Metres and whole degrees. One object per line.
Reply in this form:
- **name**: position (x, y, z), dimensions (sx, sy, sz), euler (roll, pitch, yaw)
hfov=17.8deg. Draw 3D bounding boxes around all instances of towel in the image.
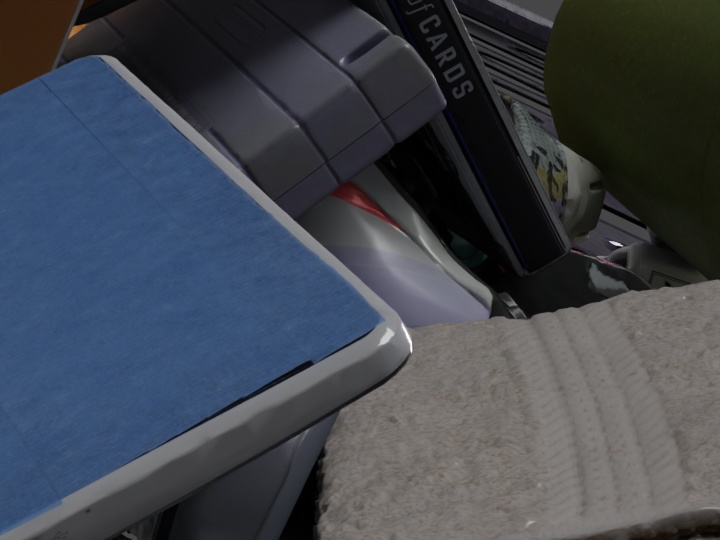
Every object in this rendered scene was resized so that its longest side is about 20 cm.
- **towel**: position (0.053, 0.045, 0.594), dimensions (0.132, 0.035, 0.200), euler (-8, 16, 1)

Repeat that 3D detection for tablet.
- **tablet**: position (-0.082, 0.009, 0.499), dimensions (0.200, 0.130, 0.014), euler (42, -24, 59)

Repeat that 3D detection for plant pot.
- **plant pot**: position (0.174, -0.063, 0.932), dimensions (0.200, 0.200, 0.190), euler (16, 10, -37)

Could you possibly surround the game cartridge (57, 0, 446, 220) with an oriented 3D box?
- **game cartridge**: position (-0.059, -0.050, 0.764), dimensions (0.038, 0.130, 0.200), euler (50, -2, -26)

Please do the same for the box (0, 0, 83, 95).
- **box**: position (-0.136, -0.114, 0.688), dimensions (0.124, 0.200, 0.097), euler (22, 11, -10)

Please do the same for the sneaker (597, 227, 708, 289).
- **sneaker**: position (0.174, 0.033, 1.005), dimensions (0.115, 0.075, 0.200), euler (19, 8, -20)

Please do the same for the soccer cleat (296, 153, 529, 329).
- **soccer cleat**: position (0.016, 0.027, 0.744), dimensions (0.200, 0.073, 0.068), euler (51, 2, 29)

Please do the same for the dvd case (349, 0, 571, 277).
- **dvd case**: position (-0.003, -0.101, 0.788), dimensions (0.200, 0.025, 0.150), euler (63, -8, -19)

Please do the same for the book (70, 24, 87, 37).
- **book**: position (-0.099, -0.069, 0.973), dimensions (0.134, 0.048, 0.200), euler (19, 12, -45)

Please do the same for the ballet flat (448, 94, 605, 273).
- **ballet flat**: position (0.063, -0.038, 0.948), dimensions (0.072, 0.072, 0.200), euler (22, 9, -14)

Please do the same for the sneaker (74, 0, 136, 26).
- **sneaker**: position (-0.134, -0.104, 0.820), dimensions (0.200, 0.078, 0.077), euler (-7, -22, 35)

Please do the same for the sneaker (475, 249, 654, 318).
- **sneaker**: position (0.124, 0.046, 0.828), dimensions (0.200, 0.080, 0.086), euler (30, -3, -6)

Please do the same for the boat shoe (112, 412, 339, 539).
- **boat shoe**: position (-0.050, 0.025, 0.543), dimensions (0.086, 0.075, 0.202), euler (24, 8, -2)
